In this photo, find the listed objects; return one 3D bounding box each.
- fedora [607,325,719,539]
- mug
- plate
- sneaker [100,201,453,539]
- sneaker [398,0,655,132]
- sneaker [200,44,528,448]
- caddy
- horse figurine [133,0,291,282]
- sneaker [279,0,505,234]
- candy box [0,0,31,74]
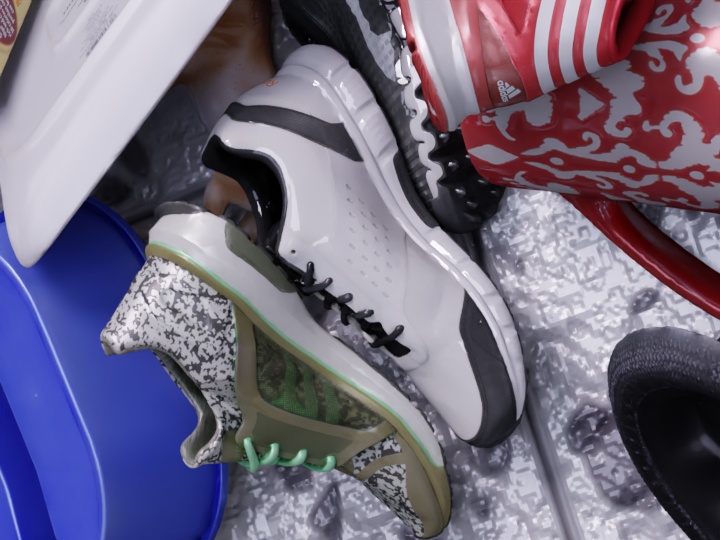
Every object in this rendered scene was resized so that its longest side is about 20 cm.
[{"bbox_3d":[0.200,0.077,0.999,0.200,0.201,0.092,38,68,18],"label":"fedora"},{"bbox_3d":[0.149,-0.063,1.023,0.199,0.133,0.179,6,88,24],"label":"mug"},{"bbox_3d":[-0.118,-0.122,1.106,0.032,0.200,0.200,32,104,-25],"label":"plate"},{"bbox_3d":[-0.043,0.064,1.080,0.200,0.077,0.089,45,73,-16],"label":"sneaker"},{"bbox_3d":[0.068,-0.151,1.000,0.115,0.078,0.201,-12,60,5],"label":"sneaker"},{"bbox_3d":[0.000,0.000,1.082,0.201,0.080,0.074,56,150,3],"label":"sneaker"},{"bbox_3d":[-0.140,0.061,1.141,0.141,0.105,0.201,-29,82,40],"label":"caddy"},{"bbox_3d":[-0.070,-0.066,1.148,0.132,0.050,0.201,-29,73,21],"label":"horse figurine"},{"bbox_3d":[0.010,-0.112,1.114,0.090,0.066,0.201,-11,100,46],"label":"sneaker"},{"bbox_3d":[-0.216,-0.142,1.146,0.115,0.055,0.201,-4,47,21],"label":"candy box"}]
